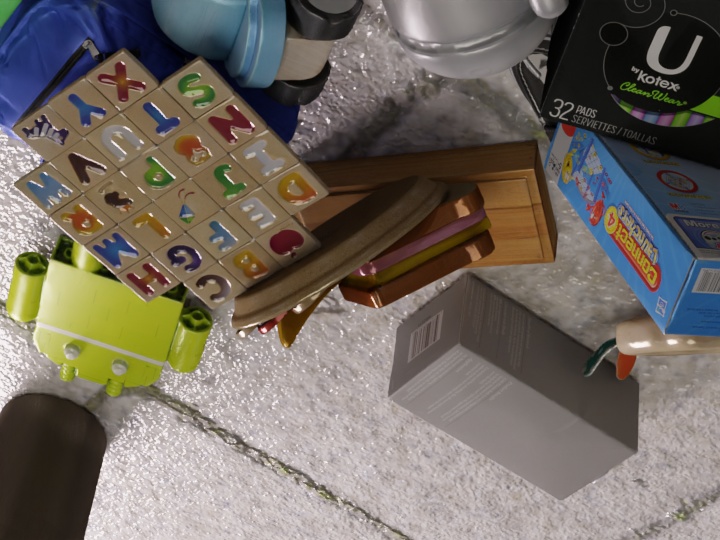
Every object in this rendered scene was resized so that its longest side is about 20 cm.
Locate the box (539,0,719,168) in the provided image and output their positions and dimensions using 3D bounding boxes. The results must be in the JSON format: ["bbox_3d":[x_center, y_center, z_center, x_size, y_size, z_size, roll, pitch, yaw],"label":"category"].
[{"bbox_3d":[0.233,-0.160,0.920,0.199,0.125,0.149,16,137,-1],"label":"box"}]

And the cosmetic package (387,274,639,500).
[{"bbox_3d":[0.133,0.103,1.239,0.199,0.091,0.107,31,133,-22],"label":"cosmetic package"}]

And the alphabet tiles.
[{"bbox_3d":[-0.125,-0.054,0.958,0.166,0.006,0.200,-29,126,23],"label":"alphabet tiles"}]

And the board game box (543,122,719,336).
[{"bbox_3d":[0.248,-0.034,0.947,0.199,0.196,0.056,4,123,-21],"label":"board game box"}]

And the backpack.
[{"bbox_3d":[-0.157,-0.126,1.016,0.200,0.168,0.162,37,120,-21],"label":"backpack"}]

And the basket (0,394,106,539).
[{"bbox_3d":[-0.323,0.231,1.388,0.136,0.201,0.180,35,133,-23],"label":"basket"}]

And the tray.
[{"bbox_3d":[0.048,-0.044,1.143,0.198,0.037,0.099,-4,134,18],"label":"tray"}]

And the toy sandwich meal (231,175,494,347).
[{"bbox_3d":[0.000,0.000,1.047,0.204,0.205,0.070,-27,101,34],"label":"toy sandwich meal"}]

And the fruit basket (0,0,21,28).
[{"bbox_3d":[-0.244,-0.254,0.919,0.093,0.186,0.200,-1,143,-38],"label":"fruit basket"}]

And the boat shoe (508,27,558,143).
[{"bbox_3d":[0.170,-0.093,1.042,0.070,0.067,0.200,-21,127,30],"label":"boat shoe"}]

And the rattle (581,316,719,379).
[{"bbox_3d":[0.244,0.013,1.152,0.129,0.144,0.200,-17,180,-13],"label":"rattle"}]

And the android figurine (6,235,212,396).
[{"bbox_3d":[-0.224,0.041,1.291,0.181,0.041,0.201,20,134,-7],"label":"android figurine"}]

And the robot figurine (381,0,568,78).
[{"bbox_3d":[0.061,-0.205,0.920,0.169,0.113,0.201,31,154,45],"label":"robot figurine"}]

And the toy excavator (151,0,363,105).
[{"bbox_3d":[-0.115,-0.211,0.941,0.198,0.196,0.100,-1,154,-21],"label":"toy excavator"}]
